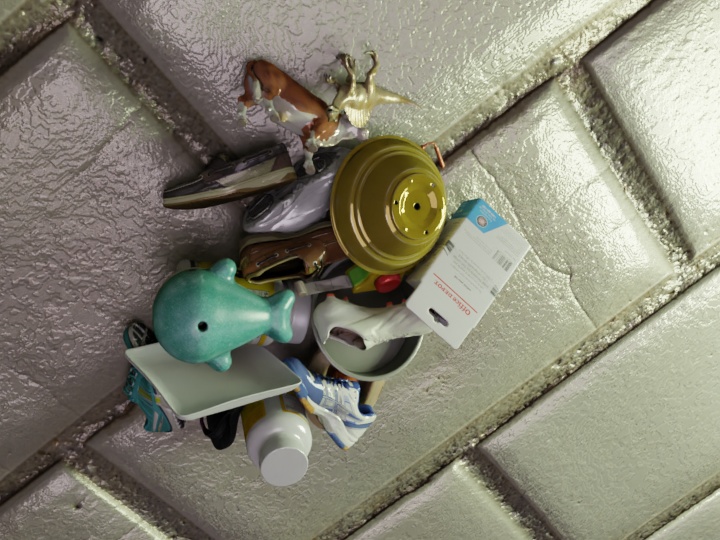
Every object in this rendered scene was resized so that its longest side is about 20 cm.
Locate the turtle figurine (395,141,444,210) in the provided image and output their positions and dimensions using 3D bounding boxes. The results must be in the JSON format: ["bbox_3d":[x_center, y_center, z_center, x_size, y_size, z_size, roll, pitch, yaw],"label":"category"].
[{"bbox_3d":[0.060,-0.089,1.309,0.159,0.065,0.203,-7,118,-11],"label":"turtle figurine"}]

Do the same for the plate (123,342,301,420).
[{"bbox_3d":[-0.216,0.151,1.250,0.198,0.199,0.033,-11,118,-35],"label":"plate"}]

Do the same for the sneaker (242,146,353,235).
[{"bbox_3d":[-0.074,-0.102,1.272,0.199,0.078,0.099,-34,128,13],"label":"sneaker"}]

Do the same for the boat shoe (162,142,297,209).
[{"bbox_3d":[-0.190,-0.133,1.226,0.197,0.073,0.066,-13,88,4],"label":"boat shoe"}]

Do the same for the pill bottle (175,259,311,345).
[{"bbox_3d":[-0.181,0.052,1.290,0.197,0.115,0.116,8,114,-19],"label":"pill bottle"}]

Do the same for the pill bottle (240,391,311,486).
[{"bbox_3d":[-0.134,0.245,1.350,0.103,0.201,0.106,-6,118,-11],"label":"pill bottle"}]

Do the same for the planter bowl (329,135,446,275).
[{"bbox_3d":[0.062,-0.092,1.219,0.198,0.083,0.204,-3,96,-30],"label":"planter bowl"}]

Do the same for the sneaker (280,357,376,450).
[{"bbox_3d":[-0.050,0.190,1.346,0.088,0.075,0.201,-40,124,-5],"label":"sneaker"}]

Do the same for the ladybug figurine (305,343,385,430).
[{"bbox_3d":[-0.030,0.174,1.415,0.134,0.072,0.202,14,111,-20],"label":"ladybug figurine"}]

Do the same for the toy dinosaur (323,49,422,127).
[{"bbox_3d":[0.002,-0.255,1.209,0.199,0.058,0.103,-21,107,-46],"label":"toy dinosaur"}]

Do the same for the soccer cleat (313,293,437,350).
[{"bbox_3d":[0.024,0.086,1.282,0.197,0.078,0.070,7,144,-20],"label":"soccer cleat"}]

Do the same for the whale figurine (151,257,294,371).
[{"bbox_3d":[-0.184,0.065,1.175,0.197,0.104,0.162,4,99,-15],"label":"whale figurine"}]

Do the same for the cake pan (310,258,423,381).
[{"bbox_3d":[0.008,0.071,1.340,0.198,0.037,0.204,4,81,-25],"label":"cake pan"}]

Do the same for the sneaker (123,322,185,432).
[{"bbox_3d":[-0.335,0.176,1.340,0.078,0.078,0.202,-10,117,5],"label":"sneaker"}]

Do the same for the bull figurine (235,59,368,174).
[{"bbox_3d":[-0.082,-0.212,1.192,0.198,0.122,0.065,30,134,-18],"label":"bull figurine"}]

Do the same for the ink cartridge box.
[{"bbox_3d":[0.152,0.005,1.301,0.116,0.067,0.201,40,79,-14],"label":"ink cartridge box"}]

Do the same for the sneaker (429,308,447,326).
[{"bbox_3d":[0.152,0.004,1.382,0.073,0.087,0.202,30,82,-16],"label":"sneaker"}]

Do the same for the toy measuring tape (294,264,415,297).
[{"bbox_3d":[0.000,0.000,1.282,0.197,0.074,0.075,-8,119,-27],"label":"toy measuring tape"}]

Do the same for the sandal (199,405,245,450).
[{"bbox_3d":[-0.226,0.222,1.360,0.048,0.076,0.201,-18,149,-33],"label":"sandal"}]

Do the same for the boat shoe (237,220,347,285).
[{"bbox_3d":[-0.077,-0.018,1.249,0.197,0.069,0.072,-12,142,-6],"label":"boat shoe"}]
